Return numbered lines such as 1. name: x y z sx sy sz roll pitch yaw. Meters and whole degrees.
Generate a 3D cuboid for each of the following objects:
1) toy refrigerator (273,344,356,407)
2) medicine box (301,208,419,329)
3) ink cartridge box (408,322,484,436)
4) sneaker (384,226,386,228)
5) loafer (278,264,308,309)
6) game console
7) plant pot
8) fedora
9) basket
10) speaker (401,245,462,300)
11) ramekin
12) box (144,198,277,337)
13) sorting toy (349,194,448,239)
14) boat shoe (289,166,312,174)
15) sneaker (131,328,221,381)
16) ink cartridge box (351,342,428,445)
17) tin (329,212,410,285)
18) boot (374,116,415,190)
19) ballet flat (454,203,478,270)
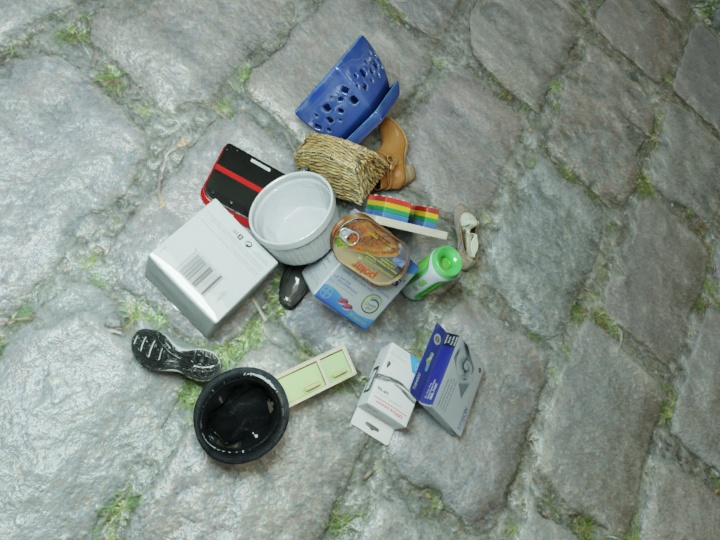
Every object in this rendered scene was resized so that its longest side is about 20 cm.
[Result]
1. toy refrigerator: -0.112 0.241 1.321 0.197 0.070 0.077 -21 80 -30
2. medicine box: 0.000 0.000 1.352 0.181 0.103 0.201 35 101 -35
3. ink cartridge box: 0.216 0.264 1.437 0.200 0.040 0.202 47 56 -32
4. sneaker: 0.058 -0.046 1.498 0.201 0.076 0.115 46 62 0
5. loafer: -0.136 -0.005 1.396 0.072 0.072 0.203 27 63 -14
6. game console: -0.271 -0.196 1.432 0.197 0.031 0.180 28 57 -15
7. plant pot: -0.022 -0.444 1.525 0.179 0.199 0.202 42 46 -14
8. fedora: -0.239 0.294 1.214 0.195 0.092 0.206 0 81 0
9. basket: -0.048 -0.280 1.453 0.197 0.144 0.150 20 57 29
10. speaker: 0.170 0.009 1.458 0.086 0.200 0.091 8 68 -21
11. ramekin: -0.137 -0.107 1.303 0.195 0.106 0.204 -9 53 13
12. box: -0.322 -0.003 1.276 0.199 0.131 0.200 45 59 -3
13. sorting toy: 0.096 -0.141 1.474 0.196 0.198 0.071 11 96 -21
14. boat shoe: -0.099 -0.163 1.436 0.201 0.067 0.072 54 21 -29
15. sneaker: -0.381 0.178 1.225 0.196 0.079 0.076 20 83 0
16. ink cartridge box: 0.070 0.290 1.388 0.115 0.068 0.203 32 62 -11
17. tin: 0.020 -0.044 1.250 0.198 0.042 0.113 33 98 -34
18. boot: 0.064 -0.314 1.582 0.153 0.073 0.204 -21 85 -43
19. ballet flat: 0.301 -0.102 1.636 0.067 0.067 0.205 7 69 -22
